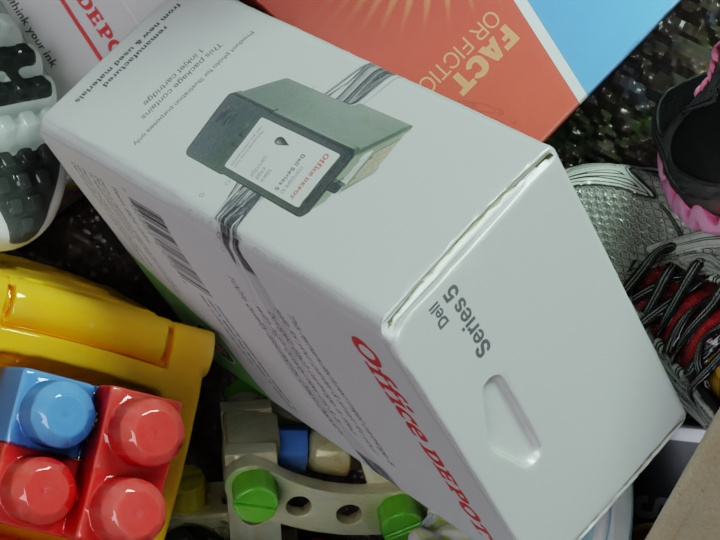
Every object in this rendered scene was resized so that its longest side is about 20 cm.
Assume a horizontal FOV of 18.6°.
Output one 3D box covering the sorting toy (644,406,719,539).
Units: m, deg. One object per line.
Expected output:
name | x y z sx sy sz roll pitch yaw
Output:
sorting toy | 0.180 0.128 0.726 0.185 0.036 0.200 29 119 9

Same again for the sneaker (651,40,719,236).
sneaker | 0.144 -0.057 0.735 0.079 0.200 0.095 -30 108 -7

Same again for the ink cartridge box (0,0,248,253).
ink cartridge box | -0.129 -0.092 0.886 0.200 0.067 0.117 -33 88 24

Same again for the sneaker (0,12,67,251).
sneaker | -0.180 -0.081 0.833 0.081 0.075 0.200 -47 67 32

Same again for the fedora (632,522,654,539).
fedora | 0.130 0.196 0.825 0.200 0.082 0.201 5 104 19

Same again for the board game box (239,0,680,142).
board game box | 0.021 -0.141 0.799 0.200 0.040 0.153 44 87 2

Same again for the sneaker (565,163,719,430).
sneaker | 0.143 0.025 0.798 0.200 0.082 0.078 37 96 18

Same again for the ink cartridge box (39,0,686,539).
ink cartridge box | 0.000 0.000 0.766 0.084 0.146 0.200 -46 44 -14

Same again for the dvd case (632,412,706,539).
dvd case | 0.151 0.131 0.862 0.200 0.025 0.150 5 103 18

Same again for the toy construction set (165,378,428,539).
toy construction set | -0.017 0.125 0.892 0.131 0.092 0.200 -5 110 -5

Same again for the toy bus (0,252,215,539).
toy bus | -0.127 0.094 0.799 0.136 0.192 0.200 17 84 -25

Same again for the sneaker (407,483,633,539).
sneaker | 0.018 0.119 0.796 0.080 0.131 0.200 2 70 56
